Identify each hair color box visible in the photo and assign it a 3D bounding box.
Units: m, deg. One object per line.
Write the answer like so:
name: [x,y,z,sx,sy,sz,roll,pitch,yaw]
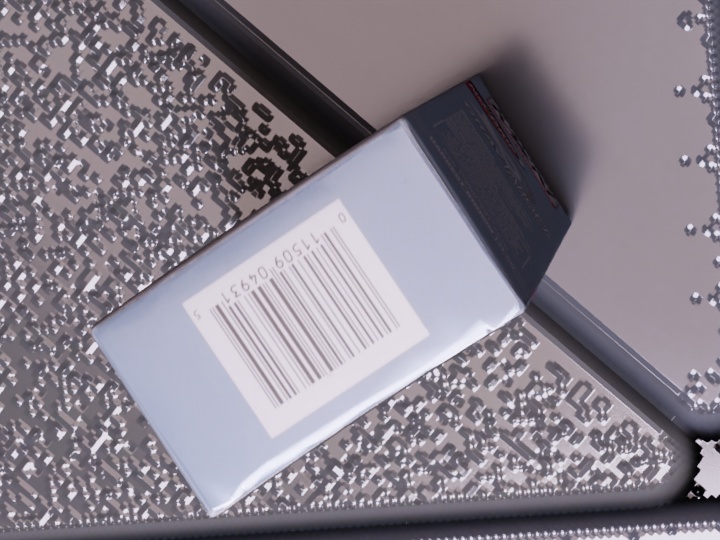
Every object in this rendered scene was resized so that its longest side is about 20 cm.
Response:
hair color box: [0.000,0.000,0.728,0.099,0.200,0.061,-33,92,11]
